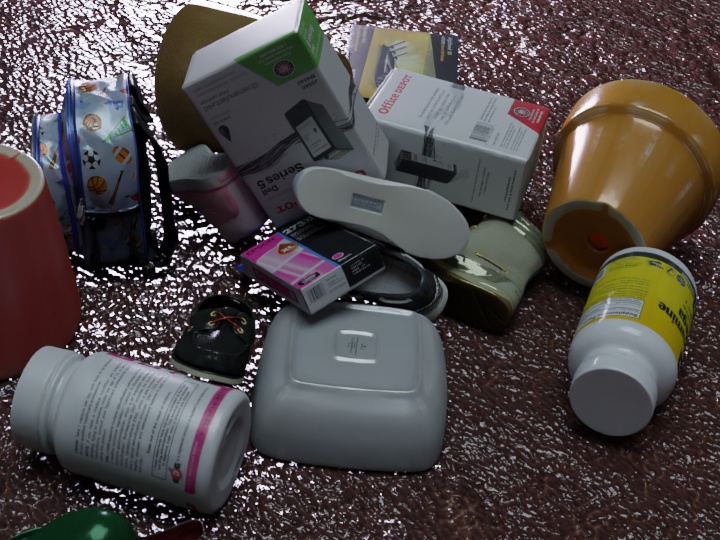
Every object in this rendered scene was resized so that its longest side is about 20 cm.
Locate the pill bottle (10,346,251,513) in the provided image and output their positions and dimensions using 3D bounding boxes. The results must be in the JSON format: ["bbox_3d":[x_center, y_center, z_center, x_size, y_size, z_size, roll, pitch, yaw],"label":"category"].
[{"bbox_3d":[-0.209,0.140,1.209,0.197,0.114,0.114,15,38,11],"label":"pill bottle"}]

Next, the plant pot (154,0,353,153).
[{"bbox_3d":[-0.114,-0.225,1.594,0.198,0.188,0.187,9,36,27],"label":"plant pot"}]

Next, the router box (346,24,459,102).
[{"bbox_3d":[0.054,-0.260,1.805,0.155,0.053,0.201,6,38,0],"label":"router box"}]

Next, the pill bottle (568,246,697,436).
[{"bbox_3d":[0.278,0.073,1.364,0.111,0.113,0.201,16,39,13],"label":"pill bottle"}]

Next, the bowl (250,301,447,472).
[{"bbox_3d":[-0.007,0.101,1.323,0.197,0.075,0.201,6,36,-1],"label":"bowl"}]

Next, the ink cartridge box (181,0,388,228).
[{"bbox_3d":[-0.076,-0.166,1.433,0.144,0.201,0.084,-23,31,18],"label":"ink cartridge box"}]

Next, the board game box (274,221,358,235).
[{"bbox_3d":[-0.042,-0.109,1.588,0.100,0.048,0.201,-4,37,8],"label":"board game box"}]

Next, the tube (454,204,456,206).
[{"bbox_3d":[0.064,-0.068,1.572,0.077,0.051,0.200,25,49,31],"label":"tube"}]

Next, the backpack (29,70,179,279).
[{"bbox_3d":[-0.288,-0.118,1.461,0.152,0.192,0.201,-4,38,-18],"label":"backpack"}]

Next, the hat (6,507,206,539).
[{"bbox_3d":[-0.226,0.209,1.066,0.197,0.178,0.167,0,38,-8],"label":"hat"}]

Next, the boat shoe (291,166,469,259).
[{"bbox_3d":[0.019,-0.064,1.414,0.197,0.073,0.069,11,10,-13],"label":"boat shoe"}]

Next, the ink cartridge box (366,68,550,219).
[{"bbox_3d":[0.107,-0.151,1.549,0.198,0.085,0.145,17,35,10],"label":"ink cartridge box"}]

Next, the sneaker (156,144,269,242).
[{"bbox_3d":[-0.168,-0.084,1.547,0.075,0.105,0.200,-41,24,-17],"label":"sneaker"}]

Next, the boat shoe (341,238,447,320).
[{"bbox_3d":[0.000,0.000,1.429,0.199,0.060,0.074,23,79,33],"label":"boat shoe"}]

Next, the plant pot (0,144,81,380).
[{"bbox_3d":[-0.383,-0.017,1.334,0.197,0.179,0.202,4,38,-3],"label":"plant pot"}]

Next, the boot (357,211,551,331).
[{"bbox_3d":[0.110,-0.027,1.501,0.198,0.073,0.155,28,43,16],"label":"boot"}]

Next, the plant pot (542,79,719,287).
[{"bbox_3d":[0.295,-0.083,1.506,0.198,0.202,0.184,21,48,18],"label":"plant pot"}]

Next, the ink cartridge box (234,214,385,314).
[{"bbox_3d":[-0.062,-0.014,1.398,0.094,0.037,0.199,-31,24,-18],"label":"ink cartridge box"}]

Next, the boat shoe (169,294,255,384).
[{"bbox_3d":[-0.139,0.065,1.283,0.073,0.064,0.201,17,7,-5],"label":"boat shoe"}]
